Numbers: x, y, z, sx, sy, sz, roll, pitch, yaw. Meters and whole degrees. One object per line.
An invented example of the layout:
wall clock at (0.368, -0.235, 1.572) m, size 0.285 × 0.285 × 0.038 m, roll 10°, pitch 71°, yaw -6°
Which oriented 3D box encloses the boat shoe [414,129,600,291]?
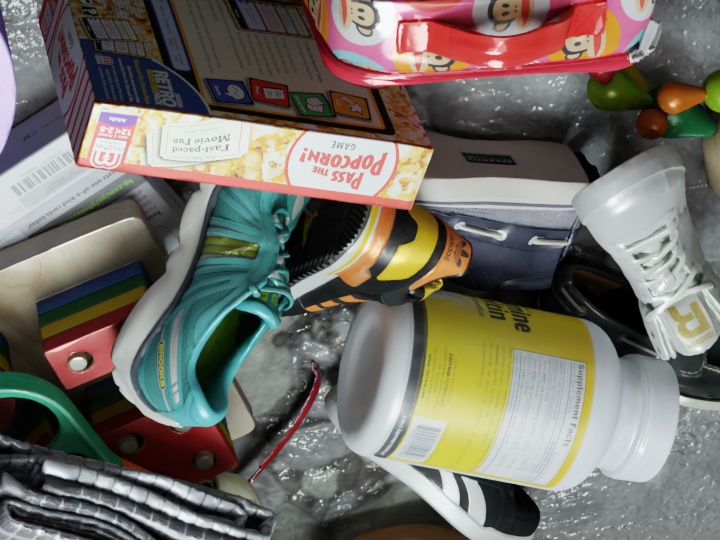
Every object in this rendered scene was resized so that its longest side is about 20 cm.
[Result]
boat shoe at (0.048, -0.034, 1.694) m, size 0.200 × 0.075 × 0.093 m, roll 6°, pitch 121°, yaw -19°

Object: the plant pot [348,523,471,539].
plant pot at (0.036, 0.269, 1.860) m, size 0.200 × 0.200 × 0.140 m, roll -13°, pitch 124°, yaw -6°

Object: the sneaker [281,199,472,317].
sneaker at (0.000, 0.000, 1.643) m, size 0.090 × 0.070 × 0.200 m, roll 22°, pitch 164°, yaw -15°

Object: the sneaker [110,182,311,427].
sneaker at (-0.066, 0.003, 1.592) m, size 0.078 × 0.080 × 0.200 m, roll 34°, pitch 80°, yaw -48°

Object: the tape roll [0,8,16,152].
tape roll at (-0.298, -0.112, 1.539) m, size 0.200 × 0.066 × 0.200 m, roll -8°, pitch 129°, yaw -10°

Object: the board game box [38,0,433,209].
board game box at (-0.073, -0.107, 1.552) m, size 0.200 × 0.152 × 0.046 m, roll 7°, pitch 124°, yaw -20°

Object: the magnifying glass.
magnifying glass at (-0.168, 0.118, 1.646) m, size 0.200 × 0.022 × 0.080 m, roll 26°, pitch 120°, yaw -32°

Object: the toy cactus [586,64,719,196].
toy cactus at (0.234, -0.109, 1.695) m, size 0.200 × 0.102 × 0.165 m, roll -13°, pitch 149°, yaw -9°

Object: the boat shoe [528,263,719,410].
boat shoe at (0.206, 0.044, 1.805) m, size 0.200 × 0.072 × 0.068 m, roll 14°, pitch 123°, yaw -22°

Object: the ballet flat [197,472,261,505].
ballet flat at (-0.162, 0.171, 1.753) m, size 0.200 × 0.069 × 0.069 m, roll -19°, pitch 132°, yaw 15°

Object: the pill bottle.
pill bottle at (0.094, 0.077, 1.711) m, size 0.200 × 0.112 × 0.112 m, roll 12°, pitch 124°, yaw -18°

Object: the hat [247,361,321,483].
hat at (-0.086, 0.186, 1.868) m, size 0.200 × 0.176 × 0.166 m, roll -5°, pitch 140°, yaw 44°

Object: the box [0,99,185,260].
box at (-0.177, -0.001, 1.678) m, size 0.156 × 0.041 × 0.200 m, roll -32°, pitch 128°, yaw 11°

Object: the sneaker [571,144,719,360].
sneaker at (0.190, -0.006, 1.669) m, size 0.074 × 0.116 × 0.200 m, roll -29°, pitch 168°, yaw 8°

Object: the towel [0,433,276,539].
towel at (-0.172, 0.184, 1.641) m, size 0.200 × 0.086 × 0.166 m, roll 18°, pitch 141°, yaw -26°

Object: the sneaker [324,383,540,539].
sneaker at (0.081, 0.108, 1.819) m, size 0.112 × 0.073 × 0.200 m, roll -42°, pitch 127°, yaw 17°

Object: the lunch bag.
lunch bag at (0.067, -0.168, 1.527) m, size 0.200 × 0.176 × 0.082 m, roll -5°, pitch 128°, yaw -12°

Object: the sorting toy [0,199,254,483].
sorting toy at (-0.187, 0.082, 1.672) m, size 0.199 × 0.070 × 0.200 m, roll -22°, pitch 131°, yaw 4°
